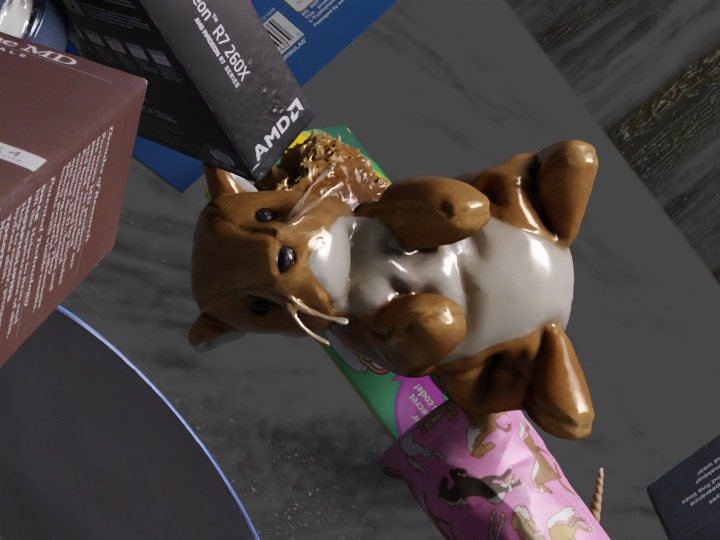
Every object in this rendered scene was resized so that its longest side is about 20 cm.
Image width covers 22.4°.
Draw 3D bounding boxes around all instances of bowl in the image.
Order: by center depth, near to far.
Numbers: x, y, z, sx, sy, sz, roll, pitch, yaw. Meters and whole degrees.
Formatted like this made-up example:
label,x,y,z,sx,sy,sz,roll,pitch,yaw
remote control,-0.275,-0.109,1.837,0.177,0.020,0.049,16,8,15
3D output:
label,x,y,z,sx,sy,sz,roll,pitch,yaw
bowl,-0.099,0.083,0.621,0.201,0.039,0.201,47,15,-17

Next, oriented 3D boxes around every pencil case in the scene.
label,x,y,z,sx,sy,sz,roll,pitch,yaw
pencil case,0.091,0.153,0.938,0.200,0.086,0.083,56,29,15

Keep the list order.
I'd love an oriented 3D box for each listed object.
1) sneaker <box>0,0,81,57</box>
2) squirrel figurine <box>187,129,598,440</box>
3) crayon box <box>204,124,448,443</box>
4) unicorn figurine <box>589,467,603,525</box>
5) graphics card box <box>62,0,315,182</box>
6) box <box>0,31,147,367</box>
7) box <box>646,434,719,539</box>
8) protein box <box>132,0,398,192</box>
label,x,y,z,sx,sy,sz,roll,pitch,yaw
sneaker,-0.147,-0.108,0.736,0.146,0.081,0.200,37,-15,-35
squirrel figurine,0.000,0.000,0.902,0.186,0.142,0.200,1,7,-18
crayon box,0.011,0.009,1.092,0.200,0.058,0.173,52,15,3
unicorn figurine,0.178,0.223,1.078,0.137,0.074,0.200,49,-3,33
graphics card box,-0.112,-0.133,0.807,0.125,0.051,0.200,22,-26,41
box,-0.143,-0.019,0.562,0.100,0.075,0.200,17,20,3
box,0.348,0.199,1.373,0.117,0.196,0.200,44,16,-27
protein box,-0.104,-0.189,0.945,0.200,0.198,0.135,37,18,-41
